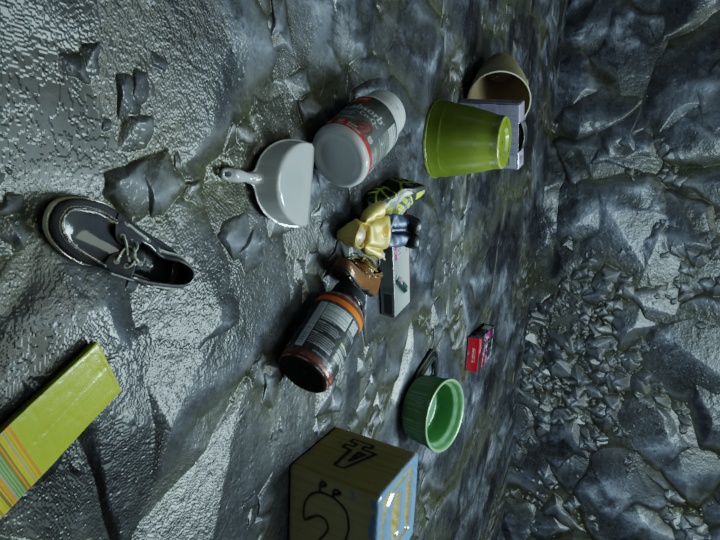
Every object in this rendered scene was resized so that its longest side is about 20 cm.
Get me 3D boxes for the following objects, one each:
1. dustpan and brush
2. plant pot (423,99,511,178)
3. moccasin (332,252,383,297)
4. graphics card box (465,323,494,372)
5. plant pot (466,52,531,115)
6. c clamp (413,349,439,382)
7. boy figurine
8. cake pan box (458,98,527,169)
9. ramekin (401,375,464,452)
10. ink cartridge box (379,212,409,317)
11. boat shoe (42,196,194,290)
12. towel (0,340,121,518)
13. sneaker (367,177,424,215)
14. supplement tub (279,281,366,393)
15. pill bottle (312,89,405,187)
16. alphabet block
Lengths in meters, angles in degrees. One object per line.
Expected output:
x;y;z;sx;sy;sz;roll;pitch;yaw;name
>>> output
-0.141;-0.140;0.932;0.199;0.056;0.144;-9;105;-69;dustpan and brush
0.286;-0.336;1.563;0.199;0.188;0.206;-31;125;-56;plant pot
0.001;0.001;1.212;0.079;0.072;0.201;-64;152;-1;moccasin
0.444;0.284;2.230;0.199;0.050;0.129;-20;116;-62;graphics card box
0.417;-0.559;1.804;0.203;0.182;0.190;-75;156;-43;plant pot
0.192;0.339;1.773;0.201;0.026;0.175;-50;135;-44;c clamp
0.037;-0.083;1.226;0.197;0.064;0.128;-3;107;-43;boy figurine
0.375;-0.391;1.720;0.052;0.196;0.189;-40;130;-45;cake pan box
0.199;0.392;1.680;0.197;0.096;0.207;-12;106;-49;ramekin
0.099;-0.017;1.452;0.173;0.043;0.206;-38;131;-53;ink cartridge box
-0.266;-0.027;0.690;0.200;0.061;0.075;42;61;-59;boat shoe
-0.345;0.173;0.649;0.201;0.018;0.088;-55;149;-44;towel
0.076;-0.154;1.343;0.198;0.074;0.078;-27;130;-46;sneaker
-0.060;0.114;1.102;0.202;0.104;0.109;-58;145;-38;supplement tub
0.003;-0.250;1.106;0.201;0.113;0.118;-53;142;-44;pill bottle
-0.012;0.462;1.202;0.195;0.195;0.202;-17;113;-61;alphabet block
